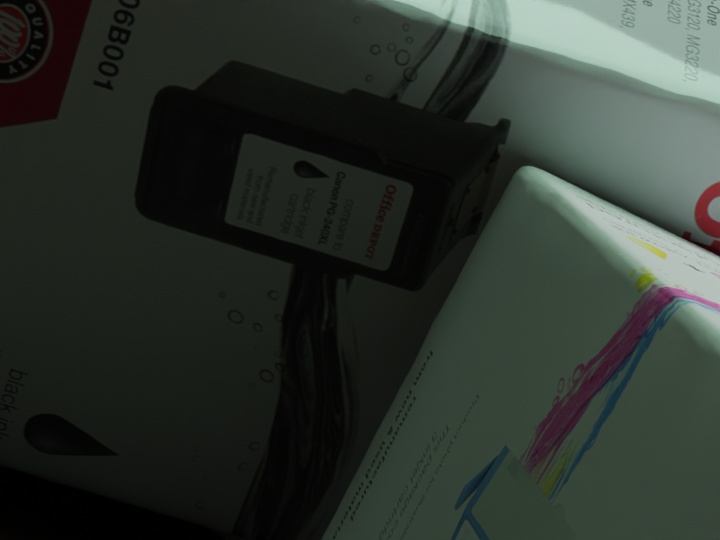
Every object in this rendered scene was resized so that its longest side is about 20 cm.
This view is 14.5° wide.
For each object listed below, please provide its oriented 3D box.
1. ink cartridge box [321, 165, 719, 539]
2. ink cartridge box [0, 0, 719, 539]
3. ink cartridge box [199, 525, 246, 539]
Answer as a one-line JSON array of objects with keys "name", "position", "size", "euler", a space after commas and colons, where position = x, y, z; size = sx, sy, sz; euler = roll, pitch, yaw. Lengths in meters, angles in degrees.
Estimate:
[{"name": "ink cartridge box", "position": [0.076, 0.082, 0.482], "size": [0.129, 0.125, 0.200], "euler": [25, 8, -17]}, {"name": "ink cartridge box", "position": [-0.010, -0.020, 0.610], "size": [0.200, 0.145, 0.083], "euler": [17, 34, -5]}, {"name": "ink cartridge box", "position": [-0.002, 0.054, 0.713], "size": [0.200, 0.039, 0.099], "euler": [27, 9, 4]}]
